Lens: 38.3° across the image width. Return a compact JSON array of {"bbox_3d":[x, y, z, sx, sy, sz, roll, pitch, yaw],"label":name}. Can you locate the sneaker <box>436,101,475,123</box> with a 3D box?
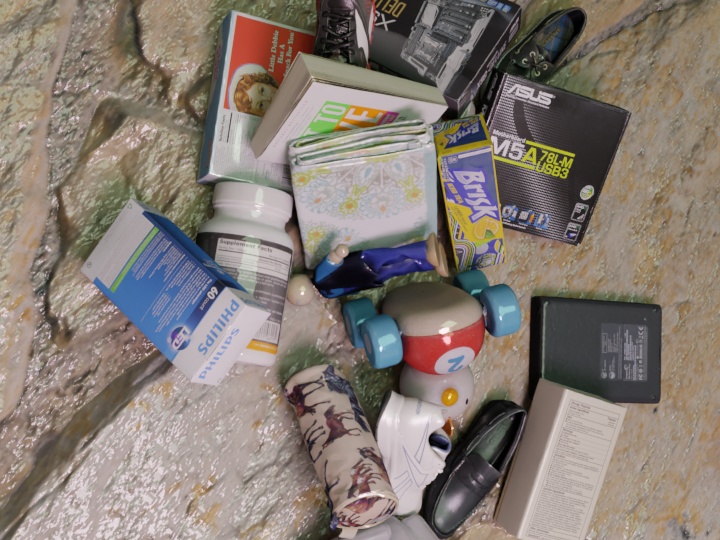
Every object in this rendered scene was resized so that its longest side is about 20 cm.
[{"bbox_3d":[0.091,-0.143,1.333,0.076,0.092,0.201,35,93,27],"label":"sneaker"}]

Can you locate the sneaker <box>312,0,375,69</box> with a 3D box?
[{"bbox_3d":[-0.022,-0.260,1.208,0.070,0.098,0.202,6,127,6],"label":"sneaker"}]

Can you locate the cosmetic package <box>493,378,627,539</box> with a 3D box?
[{"bbox_3d":[0.260,0.254,1.353,0.103,0.073,0.201,19,89,-21],"label":"cosmetic package"}]

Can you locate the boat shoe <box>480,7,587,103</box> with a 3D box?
[{"bbox_3d":[0.236,-0.289,1.410,0.069,0.057,0.200,44,72,-14],"label":"boat shoe"}]

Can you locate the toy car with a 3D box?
[{"bbox_3d":[0.096,0.123,1.273,0.183,0.177,0.202,-14,104,-12],"label":"toy car"}]

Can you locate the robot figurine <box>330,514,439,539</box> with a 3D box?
[{"bbox_3d":[0.003,0.366,1.235,0.199,0.113,0.171,-21,128,-22],"label":"robot figurine"}]

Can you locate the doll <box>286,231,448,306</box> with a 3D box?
[{"bbox_3d":[0.000,0.000,1.249,0.199,0.136,0.049,-14,68,14],"label":"doll"}]

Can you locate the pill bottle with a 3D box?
[{"bbox_3d":[-0.139,0.006,1.203,0.116,0.116,0.202,12,81,-21],"label":"pill bottle"}]

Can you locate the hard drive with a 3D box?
[{"bbox_3d":[0.325,0.111,1.430,0.199,0.033,0.141,5,85,-22],"label":"hard drive"}]

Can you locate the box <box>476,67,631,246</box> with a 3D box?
[{"bbox_3d":[0.234,-0.147,1.366,0.199,0.048,0.194,13,109,-21],"label":"box"}]

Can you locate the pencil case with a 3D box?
[{"bbox_3d":[-0.027,0.203,1.200,0.078,0.089,0.201,23,33,-44],"label":"pencil case"}]

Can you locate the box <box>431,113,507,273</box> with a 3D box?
[{"bbox_3d":[0.134,-0.091,1.276,0.070,0.065,0.201,-12,135,3],"label":"box"}]

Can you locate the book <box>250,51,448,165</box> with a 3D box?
[{"bbox_3d":[-0.013,-0.171,1.204,0.199,0.134,0.048,4,48,-38],"label":"book"}]

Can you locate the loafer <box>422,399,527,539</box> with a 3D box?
[{"bbox_3d":[0.147,0.252,1.326,0.068,0.070,0.201,39,73,-15],"label":"loafer"}]

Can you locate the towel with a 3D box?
[{"bbox_3d":[0.006,-0.088,1.225,0.170,0.201,0.048,-10,50,-3],"label":"towel"}]

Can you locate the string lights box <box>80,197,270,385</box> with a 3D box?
[{"bbox_3d":[-0.204,0.022,1.130,0.200,0.059,0.103,40,97,25],"label":"string lights box"}]

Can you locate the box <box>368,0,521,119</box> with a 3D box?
[{"bbox_3d":[0.077,-0.299,1.298,0.199,0.050,0.158,30,73,16],"label":"box"}]

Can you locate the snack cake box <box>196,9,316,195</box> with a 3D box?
[{"bbox_3d":[-0.124,-0.196,1.249,0.114,0.067,0.202,10,82,-21],"label":"snack cake box"}]

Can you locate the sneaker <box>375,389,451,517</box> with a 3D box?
[{"bbox_3d":[0.065,0.231,1.245,0.086,0.201,0.075,6,42,12],"label":"sneaker"}]
